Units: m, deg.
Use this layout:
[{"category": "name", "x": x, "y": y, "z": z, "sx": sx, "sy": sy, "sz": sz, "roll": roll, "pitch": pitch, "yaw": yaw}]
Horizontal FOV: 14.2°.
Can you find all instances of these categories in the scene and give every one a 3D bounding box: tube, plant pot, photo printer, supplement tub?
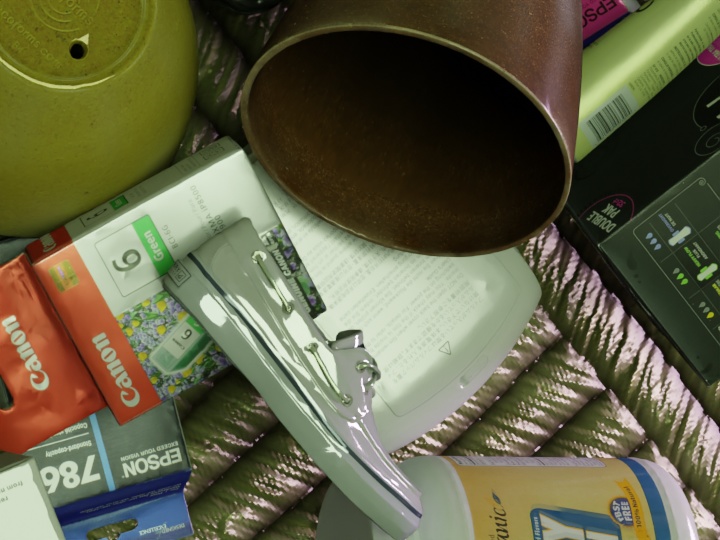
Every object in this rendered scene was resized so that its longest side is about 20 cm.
[{"category": "tube", "x": 0.187, "y": -0.145, "z": 1.711, "sx": 0.200, "sy": 0.058, "sz": 0.052, "roll": -39, "pitch": 117, "yaw": 0}, {"category": "plant pot", "x": 0.050, "y": -0.144, "z": 1.628, "sx": 0.187, "sy": 0.187, "sz": 0.200, "roll": 31, "pitch": 53, "yaw": -15}, {"category": "photo printer", "x": 0.000, "y": 0.000, "z": 1.713, "sx": 0.166, "sy": 0.069, "sz": 0.200, "roll": -44, "pitch": 101, "yaw": -14}, {"category": "plant pot", "x": -0.175, "y": -0.130, "z": 1.603, "sx": 0.200, "sy": 0.142, "sz": 0.201, "roll": 3, "pitch": 79, "yaw": -15}, {"category": "supplement tub", "x": 0.084, "y": 0.181, "z": 1.698, "sx": 0.200, "sy": 0.145, "sz": 0.145, "roll": 1, "pitch": 89, "yaw": -18}]

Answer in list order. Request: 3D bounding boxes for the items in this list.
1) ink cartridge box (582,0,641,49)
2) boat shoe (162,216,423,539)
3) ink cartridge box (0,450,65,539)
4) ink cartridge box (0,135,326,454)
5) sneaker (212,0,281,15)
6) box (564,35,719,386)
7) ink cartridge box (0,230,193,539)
[{"category": "ink cartridge box", "x": 0.096, "y": -0.179, "z": 1.743, "sx": 0.095, "sy": 0.037, "sz": 0.200, "roll": -32, "pitch": 103, "yaw": 20}, {"category": "boat shoe", "x": -0.021, "y": 0.059, "z": 1.583, "sx": 0.067, "sy": 0.074, "sz": 0.200, "roll": -41, "pitch": 103, "yaw": -2}, {"category": "ink cartridge box", "x": -0.197, "y": 0.207, "z": 1.607, "sx": 0.084, "sy": 0.146, "sz": 0.200, "roll": -22, "pitch": 97, "yaw": -18}, {"category": "ink cartridge box", "x": -0.132, "y": 0.021, "z": 1.618, "sx": 0.200, "sy": 0.050, "sz": 0.109, "roll": -29, "pitch": 106, "yaw": -6}, {"category": "sneaker", "x": -0.071, "y": -0.232, "z": 1.640, "sx": 0.071, "sy": 0.098, "sz": 0.201, "roll": -12, "pitch": 124, "yaw": -14}, {"category": "box", "x": 0.230, "y": -0.058, "z": 1.711, "sx": 0.200, "sy": 0.149, "sz": 0.124, "roll": -38, "pitch": 114, "yaw": 5}, {"category": "ink cartridge box", "x": -0.160, "y": 0.072, "z": 1.677, "sx": 0.099, "sy": 0.039, "sz": 0.200, "roll": -16, "pitch": 95, "yaw": -18}]
